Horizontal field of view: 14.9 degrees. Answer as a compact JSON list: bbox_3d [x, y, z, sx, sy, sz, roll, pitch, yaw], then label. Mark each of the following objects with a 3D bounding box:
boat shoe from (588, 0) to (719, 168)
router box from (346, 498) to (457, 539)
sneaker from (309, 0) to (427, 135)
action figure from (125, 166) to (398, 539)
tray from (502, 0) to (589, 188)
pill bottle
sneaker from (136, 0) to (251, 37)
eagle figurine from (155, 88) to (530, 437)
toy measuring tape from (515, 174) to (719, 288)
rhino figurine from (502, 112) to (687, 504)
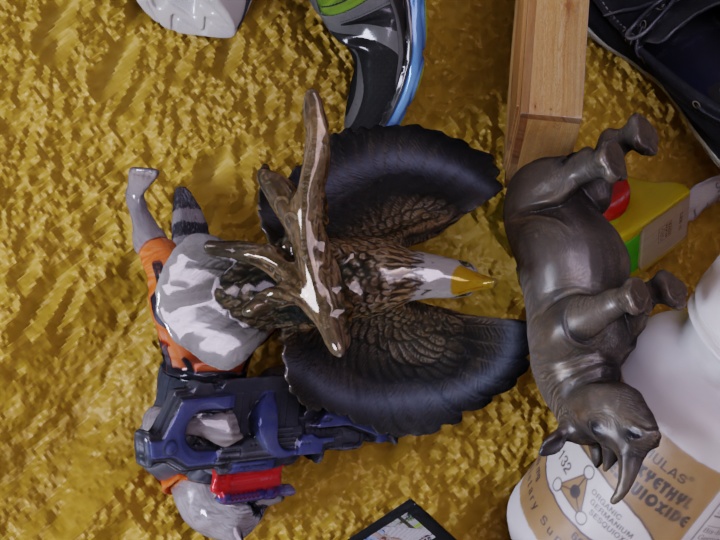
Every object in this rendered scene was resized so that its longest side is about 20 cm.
[{"bbox_3d":[0.178,-0.136,1.539,0.074,0.062,0.200,-31,68,-16],"label":"boat shoe"},{"bbox_3d":[-0.011,0.217,1.415,0.200,0.149,0.051,-31,126,-16],"label":"router box"},{"bbox_3d":[-0.007,-0.163,1.491,0.082,0.071,0.200,-7,116,-1],"label":"sneaker"},{"bbox_3d":[-0.058,0.052,1.478,0.199,0.104,0.194,8,85,-42],"label":"action figure"},{"bbox_3d":[0.103,-0.154,1.487,0.037,0.099,0.201,4,69,0],"label":"tray"},{"bbox_3d":[0.173,0.086,1.444,0.114,0.114,0.200,31,118,-7],"label":"pill bottle"},{"bbox_3d":[-0.091,-0.228,1.459,0.079,0.199,0.130,6,63,27],"label":"sneaker"},{"bbox_3d":[0.007,0.003,1.418,0.151,0.200,0.152,36,100,16],"label":"eagle figurine"},{"bbox_3d":[0.153,-0.042,1.544,0.200,0.074,0.074,-33,90,-32],"label":"toy measuring tape"},{"bbox_3d":[0.118,0.023,1.395,0.060,0.087,0.201,16,59,-43],"label":"rhino figurine"}]
